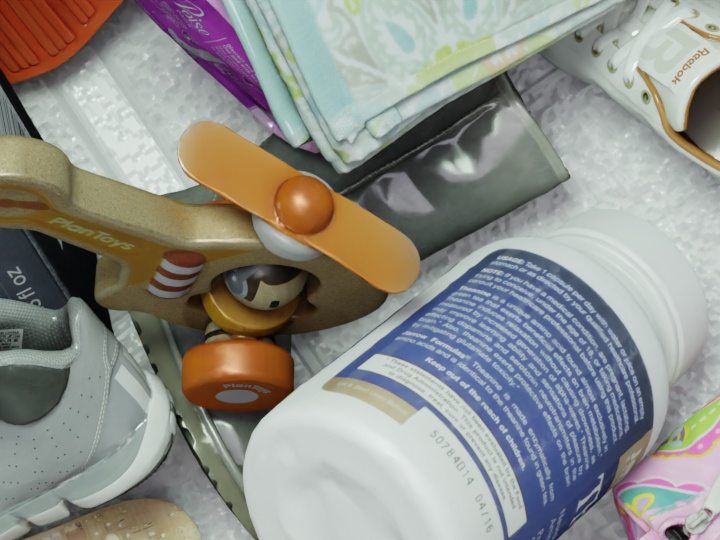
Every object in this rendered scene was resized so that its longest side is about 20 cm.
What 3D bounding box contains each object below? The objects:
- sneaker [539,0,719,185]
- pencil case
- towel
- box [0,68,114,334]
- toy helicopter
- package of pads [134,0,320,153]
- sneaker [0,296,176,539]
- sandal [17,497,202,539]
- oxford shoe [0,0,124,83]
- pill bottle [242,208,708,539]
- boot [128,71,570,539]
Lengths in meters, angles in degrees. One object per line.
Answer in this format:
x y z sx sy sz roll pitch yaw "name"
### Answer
0.129 -0.101 1.119 0.200 0.085 0.073 40 90 12 "sneaker"
0.195 0.066 1.086 0.200 0.087 0.088 -38 79 0 "pencil case"
0.010 -0.162 1.042 0.171 0.048 0.201 -30 103 -26 "towel"
-0.230 -0.014 1.085 0.199 0.197 0.118 -22 47 5 "box"
-0.068 -0.013 1.007 0.132 0.199 0.080 -19 61 42 "toy helicopter"
-0.003 -0.162 1.107 0.121 0.075 0.200 45 71 -27 "package of pads"
-0.182 0.072 1.056 0.199 0.116 0.075 -33 42 -3 "sneaker"
-0.157 0.152 1.092 0.211 0.070 0.078 -27 86 -19 "sandal"
-0.131 -0.145 1.178 0.199 0.073 0.071 -27 112 17 "oxford shoe"
0.054 0.056 1.052 0.111 0.111 0.200 44 49 11 "pill bottle"
0.000 0.000 1.136 0.199 0.073 0.183 -25 79 -3 "boot"
